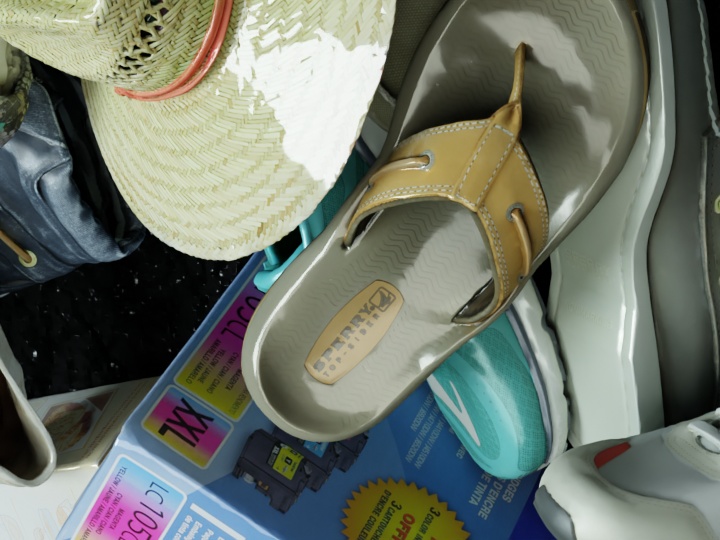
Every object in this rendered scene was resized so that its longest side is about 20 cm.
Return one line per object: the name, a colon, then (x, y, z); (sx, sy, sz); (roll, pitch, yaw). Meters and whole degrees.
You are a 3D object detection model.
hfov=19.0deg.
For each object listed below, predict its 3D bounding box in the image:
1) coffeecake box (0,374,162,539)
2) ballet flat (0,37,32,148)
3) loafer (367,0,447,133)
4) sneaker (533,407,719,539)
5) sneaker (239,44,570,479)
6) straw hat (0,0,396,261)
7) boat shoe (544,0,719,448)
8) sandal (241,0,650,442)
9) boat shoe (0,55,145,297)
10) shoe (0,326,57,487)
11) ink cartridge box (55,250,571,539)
coffeecake box: (-0.154, 0.143, 0.944); (0.198, 0.073, 0.155); (-11, 113, 26)
ballet flat: (-0.161, -0.133, 0.765); (0.072, 0.072, 0.202); (-24, 81, 30)
loafer: (0.020, -0.131, 0.711); (0.075, 0.068, 0.202); (-15, 116, -14)
sneaker: (0.149, 0.051, 0.733); (0.198, 0.070, 0.094); (-1, 119, -29)
sneaker: (0.000, 0.000, 0.790); (0.201, 0.080, 0.077); (52, 150, -5)
straw hat: (-0.081, -0.102, 0.705); (0.200, 0.085, 0.203); (-4, 85, 51)
boat shoe: (0.103, -0.026, 0.759); (0.072, 0.060, 0.203); (32, 133, 51)
sandal: (0.026, -0.016, 0.707); (0.080, 0.054, 0.200); (35, 110, -5)
boat shoe: (-0.158, -0.082, 0.827); (0.090, 0.071, 0.201); (-14, 119, 26)
shoe: (-0.172, 0.009, 0.805); (0.053, 0.070, 0.201); (28, 154, 48)
ink cartridge box: (0.006, 0.100, 0.820); (0.199, 0.137, 0.077); (35, 130, -1)
